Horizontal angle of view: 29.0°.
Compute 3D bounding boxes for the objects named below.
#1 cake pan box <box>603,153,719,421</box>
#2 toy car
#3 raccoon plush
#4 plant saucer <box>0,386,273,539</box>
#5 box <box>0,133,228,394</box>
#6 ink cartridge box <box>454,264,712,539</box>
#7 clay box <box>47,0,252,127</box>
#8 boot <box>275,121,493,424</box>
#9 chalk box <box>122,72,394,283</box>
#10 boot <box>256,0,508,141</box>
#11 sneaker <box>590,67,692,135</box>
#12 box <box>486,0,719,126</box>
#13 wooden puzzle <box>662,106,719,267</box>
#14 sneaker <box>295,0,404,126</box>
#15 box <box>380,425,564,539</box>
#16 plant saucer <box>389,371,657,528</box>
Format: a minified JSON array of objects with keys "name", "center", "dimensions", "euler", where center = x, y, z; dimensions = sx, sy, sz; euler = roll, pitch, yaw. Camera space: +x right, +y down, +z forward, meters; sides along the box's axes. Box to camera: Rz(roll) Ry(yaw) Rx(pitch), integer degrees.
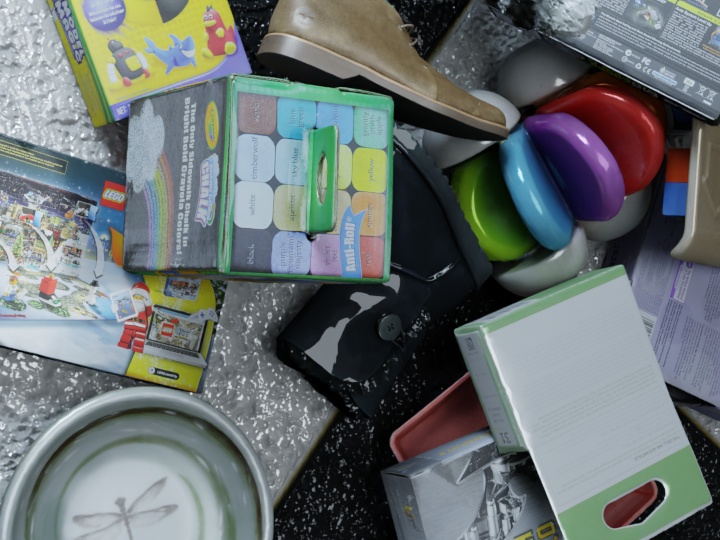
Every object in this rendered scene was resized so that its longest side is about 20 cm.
[{"name":"cake pan box","center":[0.297,0.023,1.231],"dimensions":[0.184,0.052,0.200],"euler":[22,78,-25]},{"name":"toy car","center":[0.162,-0.085,1.099],"dimensions":[0.200,0.150,0.175],"euler":[-38,107,-25]},{"name":"raccoon plush","center":[0.076,-0.253,0.973],"dimensions":[0.097,0.200,0.134],"euler":[-61,148,-5]},{"name":"plant saucer","center":[-0.159,0.180,0.968],"dimensions":[0.200,0.050,0.200],"euler":[1,88,-29]},{"name":"box","center":[-0.189,-0.003,0.962],"dimensions":[0.200,0.038,0.137],"euler":[18,80,-28]},{"name":"ink cartridge box","center":[0.172,0.112,1.064],"dimensions":[0.145,0.048,0.200],"euler":[-21,92,-28]},{"name":"clay box","center":[-0.165,-0.214,0.976],"dimensions":[0.115,0.048,0.200],"euler":[-25,102,-28]},{"name":"boot","center":[0.000,0.000,1.021],"dimensions":[0.168,0.076,0.200],"euler":[-48,131,-16]},{"name":"chalk box","center":[-0.057,-0.054,0.899],"dimensions":[0.124,0.200,0.125],"euler":[4,89,-33]},{"name":"boot","center":[0.029,-0.149,0.995],"dimensions":[0.200,0.074,0.076],"euler":[22,79,-24]},{"name":"sneaker","center":[0.258,-0.172,1.175],"dimensions":[0.200,0.115,0.075],"euler":[19,77,-28]},{"name":"box","center":[0.219,-0.224,1.050],"dimensions":[0.200,0.044,0.160],"euler":[29,95,14]},{"name":"wooden puzzle","center":[0.294,-0.104,1.144],"dimensions":[0.185,0.046,0.200],"euler":[6,93,-58]},{"name":"sneaker","center":[-0.004,-0.190,1.060],"dimensions":[0.091,0.078,0.200],"euler":[-3,98,-37]},{"name":"box","center":[0.114,0.223,1.082],"dimensions":[0.158,0.048,0.200],"euler":[-18,97,-29]},{"name":"plant saucer","center":[0.131,0.161,1.141],"dimensions":[0.200,0.037,0.200],"euler":[-36,105,-25]}]
